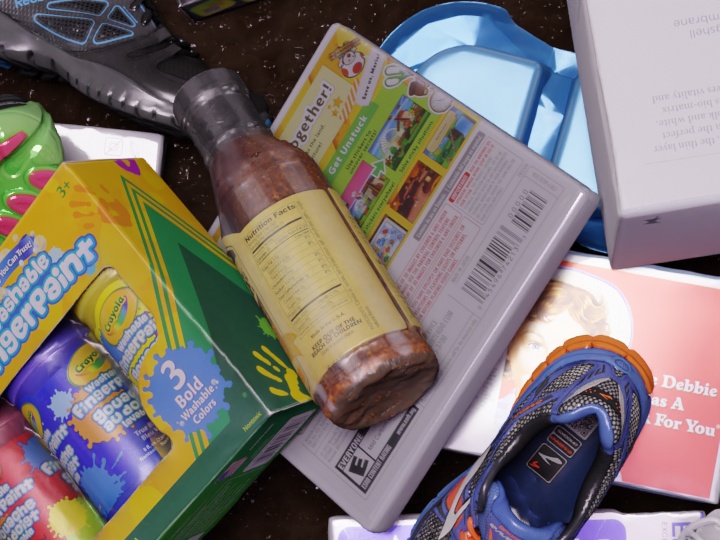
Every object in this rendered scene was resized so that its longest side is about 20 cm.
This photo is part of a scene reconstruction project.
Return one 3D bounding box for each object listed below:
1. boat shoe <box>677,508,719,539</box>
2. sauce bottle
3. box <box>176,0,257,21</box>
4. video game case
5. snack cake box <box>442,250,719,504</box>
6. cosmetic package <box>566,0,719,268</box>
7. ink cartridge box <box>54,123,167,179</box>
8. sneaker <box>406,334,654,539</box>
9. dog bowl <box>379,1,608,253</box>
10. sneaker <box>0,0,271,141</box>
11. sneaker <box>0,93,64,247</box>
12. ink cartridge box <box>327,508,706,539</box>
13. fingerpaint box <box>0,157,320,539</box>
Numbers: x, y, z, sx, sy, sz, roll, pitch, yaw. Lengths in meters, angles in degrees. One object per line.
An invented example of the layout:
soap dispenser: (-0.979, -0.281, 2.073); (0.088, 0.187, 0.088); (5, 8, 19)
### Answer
boat shoe: (0.192, 0.147, 0.806); (0.199, 0.072, 0.069); (-20, 81, -16)
sauce bottle: (-0.033, -0.016, 0.814); (0.066, 0.066, 0.200); (-33, 62, 5)
box: (-0.019, -0.224, 0.925); (0.199, 0.035, 0.111); (-17, 82, 7)
video game case: (0.000, 0.000, 0.840); (0.182, 0.023, 0.200); (38, 101, 31)
snack cake box: (0.098, 0.047, 0.862); (0.199, 0.067, 0.116); (11, 85, 10)
cosmetic package: (0.204, -0.120, 0.786); (0.198, 0.123, 0.201); (-8, 75, 5)
ink cartridge box: (-0.212, -0.036, 0.918); (0.199, 0.039, 0.100); (6, 86, -3)
sneaker: (0.070, 0.122, 0.793); (0.075, 0.078, 0.201); (29, 105, 6)
dog bowl: (0.100, -0.074, 0.883); (0.199, 0.050, 0.112); (16, 87, 10)
sneaker: (-0.134, -0.130, 0.915); (0.199, 0.073, 0.082); (25, 88, 10)
sneaker: (-0.234, -0.018, 0.867); (0.200, 0.084, 0.077); (-36, 119, 9)
ink cartridge box: (0.084, 0.225, 0.856); (0.199, 0.043, 0.199); (-2, 85, 5)
fingerpaint box: (-0.138, 0.070, 0.842); (0.167, 0.073, 0.200); (49, 114, 15)
